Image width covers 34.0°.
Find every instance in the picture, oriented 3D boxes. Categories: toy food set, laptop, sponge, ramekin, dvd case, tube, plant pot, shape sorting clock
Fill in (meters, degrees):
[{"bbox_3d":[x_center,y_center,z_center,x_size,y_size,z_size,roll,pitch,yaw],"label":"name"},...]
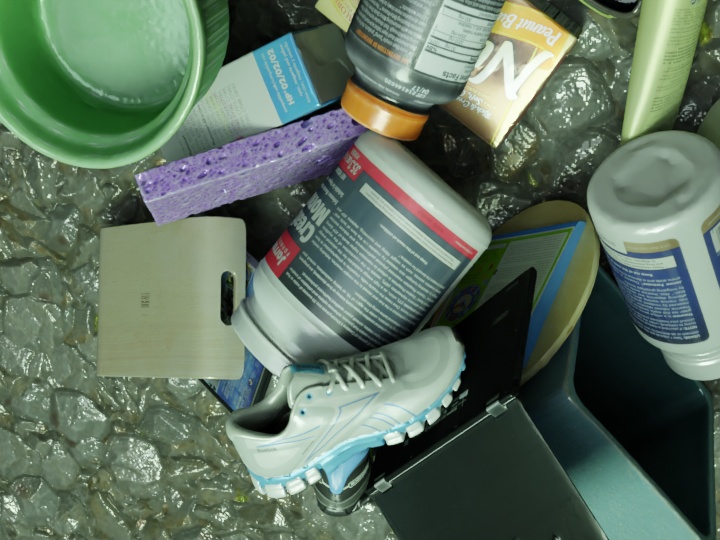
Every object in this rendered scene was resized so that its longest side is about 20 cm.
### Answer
[{"bbox_3d":[-0.181,0.029,1.118,0.198,0.060,0.146,-4,83,42],"label":"toy food set"},{"bbox_3d":[0.103,0.142,0.910,0.115,0.202,0.187,33,135,-17],"label":"laptop"},{"bbox_3d":[-0.092,-0.089,1.019,0.197,0.112,0.030,-19,83,-8],"label":"sponge"},{"bbox_3d":[-0.196,-0.190,0.901,0.196,0.098,0.203,6,114,13],"label":"ramekin"},{"bbox_3d":[-0.144,0.033,1.126,0.199,0.017,0.144,40,122,33],"label":"dvd case"},{"bbox_3d":[0.237,-0.176,0.920,0.057,0.052,0.202,-1,128,-2],"label":"tube"},{"bbox_3d":[0.171,0.150,1.025,0.199,0.197,0.196,-35,109,33],"label":"plant pot"},{"bbox_3d":[0.126,0.028,0.997,0.039,0.201,0.199,39,119,-22],"label":"shape sorting clock"}]

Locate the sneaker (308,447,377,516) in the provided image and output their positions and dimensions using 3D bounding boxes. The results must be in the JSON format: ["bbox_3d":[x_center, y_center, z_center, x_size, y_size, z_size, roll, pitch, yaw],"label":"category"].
[{"bbox_3d":[-0.018,0.165,1.021,0.069,0.200,0.084,5,92,3],"label":"sneaker"}]

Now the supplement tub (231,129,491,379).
[{"bbox_3d":[0.000,0.000,0.971,0.140,0.140,0.201,39,97,-1],"label":"supplement tub"}]

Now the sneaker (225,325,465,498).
[{"bbox_3d":[-0.013,0.094,0.889,0.198,0.075,0.087,-32,128,3],"label":"sneaker"}]

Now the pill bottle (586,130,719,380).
[{"bbox_3d":[0.263,-0.005,0.959,0.109,0.112,0.201,-13,132,21],"label":"pill bottle"}]

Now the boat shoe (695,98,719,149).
[{"bbox_3d":[0.337,-0.132,0.938,0.062,0.072,0.201,9,132,-29],"label":"boat shoe"}]

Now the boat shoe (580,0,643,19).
[{"bbox_3d":[0.159,-0.281,0.935,0.201,0.061,0.072,43,116,-3],"label":"boat shoe"}]

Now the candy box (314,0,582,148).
[{"bbox_3d":[0.074,-0.213,0.992,0.199,0.055,0.116,37,116,0],"label":"candy box"}]

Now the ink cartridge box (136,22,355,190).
[{"bbox_3d":[-0.110,-0.145,1.042,0.198,0.115,0.069,-22,97,23],"label":"ink cartridge box"}]

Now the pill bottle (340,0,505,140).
[{"bbox_3d":[0.053,-0.204,0.912,0.105,0.106,0.202,28,113,5],"label":"pill bottle"}]
